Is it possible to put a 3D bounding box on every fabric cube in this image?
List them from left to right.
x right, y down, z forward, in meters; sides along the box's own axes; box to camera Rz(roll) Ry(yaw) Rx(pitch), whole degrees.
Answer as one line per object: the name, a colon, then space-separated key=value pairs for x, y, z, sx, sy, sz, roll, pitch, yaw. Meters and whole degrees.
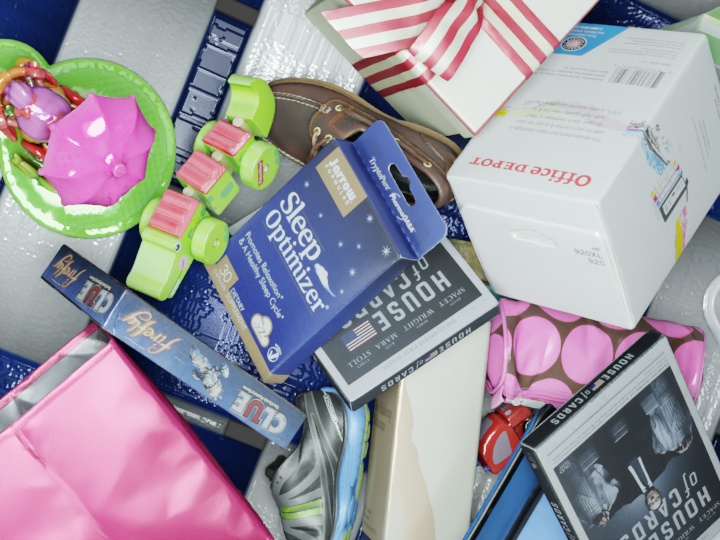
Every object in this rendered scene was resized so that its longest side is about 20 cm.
fabric cube: x=-0.215 y=0.183 z=1.218 sx=0.200 sy=0.196 sz=0.200 roll=-40 pitch=102 yaw=-9

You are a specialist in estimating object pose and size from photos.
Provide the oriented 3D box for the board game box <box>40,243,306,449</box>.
board game box: x=-0.148 y=0.061 z=1.224 sx=0.200 sy=0.135 sz=0.035 roll=39 pitch=83 yaw=-34

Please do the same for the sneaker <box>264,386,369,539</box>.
sneaker: x=-0.045 y=0.198 z=1.330 sx=0.082 sy=0.071 sz=0.202 roll=11 pitch=92 yaw=9

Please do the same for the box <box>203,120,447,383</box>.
box: x=-0.032 y=-0.017 z=1.233 sx=0.200 sy=0.032 sz=0.122 roll=-42 pitch=63 yaw=24

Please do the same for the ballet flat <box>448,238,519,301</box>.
ballet flat: x=0.155 y=0.009 z=1.366 sx=0.198 sy=0.071 sz=0.072 roll=10 pitch=90 yaw=-15

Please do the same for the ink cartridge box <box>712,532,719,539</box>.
ink cartridge box: x=0.303 y=0.280 z=1.396 sx=0.144 sy=0.083 sz=0.202 roll=21 pitch=88 yaw=-13

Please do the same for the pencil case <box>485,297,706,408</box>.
pencil case: x=0.202 y=0.082 z=1.332 sx=0.198 sy=0.091 sz=0.094 roll=6 pitch=54 yaw=-11

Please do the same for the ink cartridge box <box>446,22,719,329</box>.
ink cartridge box: x=0.194 y=-0.082 z=1.270 sx=0.200 sy=0.146 sz=0.145 roll=-52 pitch=136 yaw=-28

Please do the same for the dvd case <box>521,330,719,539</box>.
dvd case: x=0.226 y=0.172 z=1.271 sx=0.150 sy=0.025 sz=0.201 roll=-38 pitch=118 yaw=-18

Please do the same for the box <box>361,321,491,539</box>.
box: x=0.056 y=0.136 z=1.330 sx=0.077 sy=0.095 sz=0.202 roll=5 pitch=90 yaw=-12

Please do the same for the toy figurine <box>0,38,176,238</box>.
toy figurine: x=-0.230 y=-0.114 z=1.207 sx=0.199 sy=0.184 sz=0.151 roll=37 pitch=84 yaw=-11

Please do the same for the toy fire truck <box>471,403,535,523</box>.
toy fire truck: x=0.140 y=0.231 z=1.375 sx=0.141 sy=0.049 sz=0.201 roll=-36 pitch=99 yaw=-9

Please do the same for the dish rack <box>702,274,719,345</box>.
dish rack: x=0.435 y=0.042 z=1.437 sx=0.199 sy=0.044 sz=0.173 roll=-33 pitch=98 yaw=-10

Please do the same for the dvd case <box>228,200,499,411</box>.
dvd case: x=0.000 y=0.000 z=1.289 sx=0.150 sy=0.025 sz=0.200 roll=-33 pitch=62 yaw=-10

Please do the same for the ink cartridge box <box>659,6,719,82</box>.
ink cartridge box: x=0.351 y=-0.178 z=1.328 sx=0.144 sy=0.200 sz=0.048 roll=21 pitch=86 yaw=-13

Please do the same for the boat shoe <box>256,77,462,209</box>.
boat shoe: x=-0.009 y=-0.104 z=1.279 sx=0.198 sy=0.070 sz=0.071 roll=19 pitch=122 yaw=14

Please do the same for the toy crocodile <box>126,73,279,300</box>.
toy crocodile: x=-0.127 y=-0.067 z=1.253 sx=0.067 sy=0.062 sz=0.201 roll=25 pitch=75 yaw=26

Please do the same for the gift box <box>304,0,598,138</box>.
gift box: x=0.060 y=-0.225 z=1.267 sx=0.200 sy=0.187 sz=0.185 roll=39 pitch=83 yaw=-12

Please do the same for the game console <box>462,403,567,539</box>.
game console: x=0.157 y=0.232 z=1.293 sx=0.170 sy=0.118 sz=0.201 roll=32 pitch=86 yaw=-10
